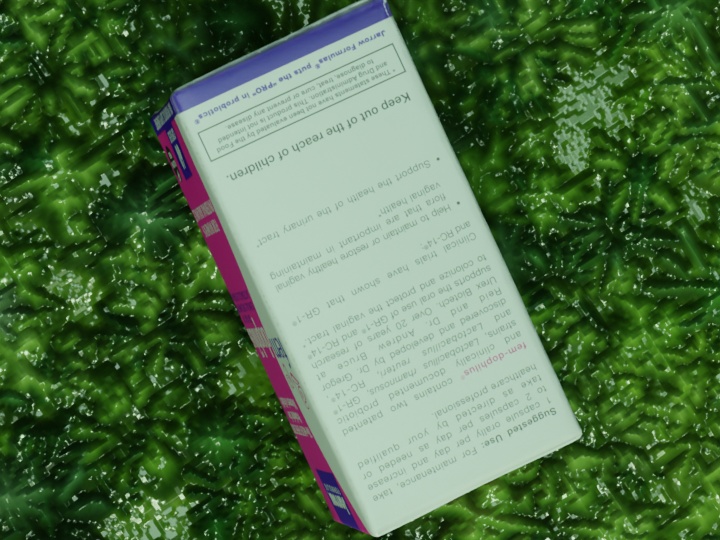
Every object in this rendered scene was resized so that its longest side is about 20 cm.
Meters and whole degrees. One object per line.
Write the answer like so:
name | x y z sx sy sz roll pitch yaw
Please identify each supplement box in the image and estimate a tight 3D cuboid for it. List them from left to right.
supplement box | 0.000 0.000 1.034 0.103 0.101 0.200 -26 92 -10
